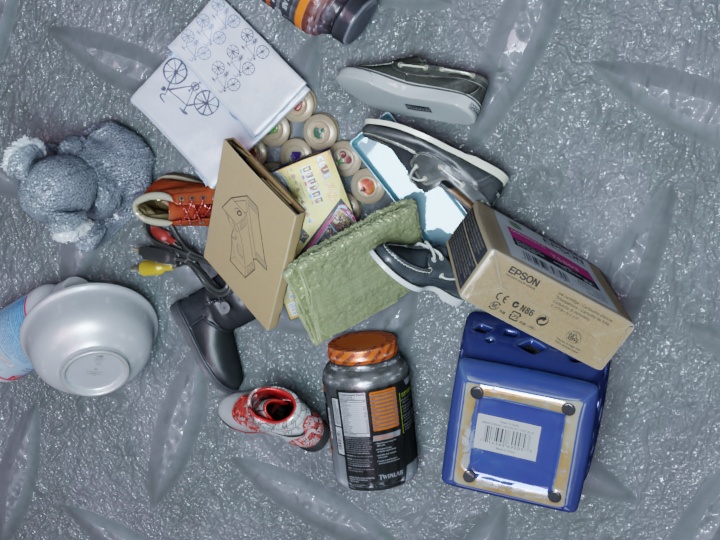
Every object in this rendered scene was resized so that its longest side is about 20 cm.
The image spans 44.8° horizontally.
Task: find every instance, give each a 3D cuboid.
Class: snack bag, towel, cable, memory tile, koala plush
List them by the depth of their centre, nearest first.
[{"bbox_3d":[0.000,0.000,1.134,0.036,0.200,0.149,43,157,44],"label":"towel"},{"bbox_3d":[-0.200,-0.244,1.195,0.200,0.021,0.189,-44,83,8],"label":"snack bag"},{"bbox_3d":[-0.072,-0.140,1.214,0.153,0.017,0.200,-41,90,22],"label":"memory tile"},{"bbox_3d":[-0.405,-0.123,1.224,0.184,0.200,0.178,-28,94,21],"label":"koala plush"},{"bbox_3d":[-0.254,-0.023,1.275,0.200,0.050,0.097,15,92,22],"label":"cable"}]

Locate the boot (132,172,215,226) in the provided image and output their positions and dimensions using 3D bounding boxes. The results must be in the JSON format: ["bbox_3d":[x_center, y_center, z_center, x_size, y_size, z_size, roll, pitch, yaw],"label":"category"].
[{"bbox_3d":[-0.218,-0.086,1.224,0.200,0.107,0.075,7,110,15],"label":"boot"}]

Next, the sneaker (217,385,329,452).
[{"bbox_3d":[-0.145,0.195,1.251,0.201,0.108,0.067,12,64,34],"label":"sneaker"}]

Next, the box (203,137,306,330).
[{"bbox_3d":[-0.142,-0.046,1.131,0.163,0.021,0.200,45,137,29],"label":"box"}]

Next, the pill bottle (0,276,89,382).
[{"bbox_3d":[-0.500,0.089,1.357,0.200,0.109,0.109,-27,94,22],"label":"pill bottle"}]

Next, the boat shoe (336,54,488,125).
[{"bbox_3d":[0.067,-0.240,1.125,0.200,0.071,0.064,18,76,21],"label":"boat shoe"}]

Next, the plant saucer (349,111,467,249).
[{"bbox_3d":[0.072,-0.113,1.170,0.070,0.019,0.200,-38,92,13],"label":"plant saucer"}]

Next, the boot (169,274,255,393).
[{"bbox_3d":[-0.160,0.068,1.274,0.200,0.066,0.165,-32,95,17],"label":"boot"}]

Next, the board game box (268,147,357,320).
[{"bbox_3d":[-0.069,-0.049,1.185,0.135,0.035,0.200,-20,104,-1],"label":"board game box"}]

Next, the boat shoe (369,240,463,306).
[{"bbox_3d":[0.088,-0.009,1.114,0.060,0.200,0.076,-48,58,17],"label":"boat shoe"}]

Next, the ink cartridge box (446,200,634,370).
[{"bbox_3d":[0.211,0.014,1.055,0.200,0.165,0.075,27,112,-12],"label":"ink cartridge box"}]

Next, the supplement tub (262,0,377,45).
[{"bbox_3d":[-0.076,-0.373,1.108,0.200,0.107,0.107,37,111,6],"label":"supplement tub"}]

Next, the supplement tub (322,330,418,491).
[{"bbox_3d":[0.013,0.193,1.215,0.122,0.123,0.200,-2,102,18],"label":"supplement tub"}]

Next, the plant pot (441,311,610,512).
[{"bbox_3d":[0.208,0.185,1.122,0.200,0.180,0.200,10,107,14],"label":"plant pot"}]

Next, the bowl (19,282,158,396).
[{"bbox_3d":[-0.392,0.121,1.281,0.201,0.201,0.090,-46,43,22],"label":"bowl"}]

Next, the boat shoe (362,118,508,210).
[{"bbox_3d":[0.088,-0.135,1.118,0.200,0.072,0.068,27,91,-2],"label":"boat shoe"}]
